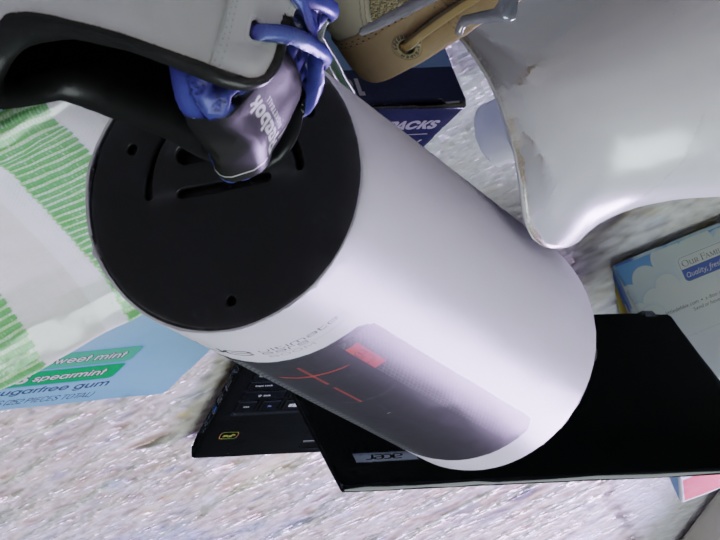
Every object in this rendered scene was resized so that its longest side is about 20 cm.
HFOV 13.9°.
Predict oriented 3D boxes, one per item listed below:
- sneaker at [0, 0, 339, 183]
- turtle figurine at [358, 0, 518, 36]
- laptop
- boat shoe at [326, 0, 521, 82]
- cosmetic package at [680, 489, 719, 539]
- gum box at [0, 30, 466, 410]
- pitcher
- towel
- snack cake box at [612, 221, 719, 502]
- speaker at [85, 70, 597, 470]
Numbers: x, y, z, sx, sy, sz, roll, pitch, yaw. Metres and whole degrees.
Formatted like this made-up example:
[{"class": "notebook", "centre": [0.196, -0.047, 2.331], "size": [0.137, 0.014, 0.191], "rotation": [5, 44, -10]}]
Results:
[{"class": "sneaker", "centre": [-0.020, -0.086, 0.723], "size": [0.199, 0.115, 0.081], "rotation": [-21, 162, -4]}, {"class": "turtle figurine", "centre": [0.030, -0.150, 0.621], "size": [0.200, 0.150, 0.101], "rotation": [-45, -174, 40]}, {"class": "laptop", "centre": [0.042, 0.074, 1.188], "size": [0.177, 0.104, 0.200], "rotation": [-1, 154, -18]}, {"class": "boat shoe", "centre": [0.074, -0.113, 0.790], "size": [0.200, 0.065, 0.071], "rotation": [-22, -160, 21]}, {"class": "cosmetic package", "centre": [0.257, 0.155, 1.725], "size": [0.103, 0.073, 0.200], "rotation": [-17, 159, -14]}, {"class": "gum box", "centre": [-0.090, -0.016, 0.942], "size": [0.170, 0.045, 0.200], "rotation": [-5, 155, -38]}, {"class": "pitcher", "centre": [0.130, -0.076, 0.926], "size": [0.199, 0.122, 0.172], "rotation": [-20, -177, 0]}, {"class": "towel", "centre": [-0.091, -0.008, 0.862], "size": [0.200, 0.023, 0.153], "rotation": [-24, 159, 5]}, {"class": "snack cake box", "centre": [0.182, 0.034, 1.330], "size": [0.115, 0.067, 0.200], "rotation": [-23, 161, 0]}, {"class": "speaker", "centre": [0.000, 0.000, 0.840], "size": [0.081, 0.081, 0.200], "rotation": [-26, 158, 14]}]
